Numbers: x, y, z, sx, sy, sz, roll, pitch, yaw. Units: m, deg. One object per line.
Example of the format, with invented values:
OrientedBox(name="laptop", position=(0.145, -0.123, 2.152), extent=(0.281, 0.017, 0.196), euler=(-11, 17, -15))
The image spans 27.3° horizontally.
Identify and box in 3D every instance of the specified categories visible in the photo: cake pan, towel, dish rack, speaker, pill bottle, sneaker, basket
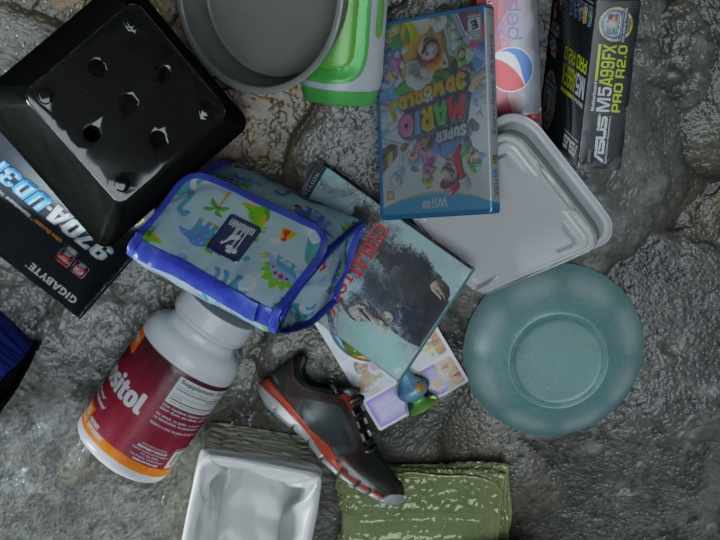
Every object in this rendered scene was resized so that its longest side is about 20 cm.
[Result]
OrientedBox(name="cake pan", position=(-0.092, -0.274, 1.448), extent=(0.200, 0.037, 0.201), euler=(7, 104, 32))
OrientedBox(name="towel", position=(0.071, 0.282, 1.666), extent=(0.199, 0.037, 0.149), euler=(-1, 107, -3))
OrientedBox(name="dish rack", position=(0.138, -0.056, 1.507), extent=(0.200, 0.044, 0.172), euler=(-26, 109, 44))
OrientedBox(name="speaker", position=(-0.015, -0.268, 1.473), extent=(0.088, 0.088, 0.201), euler=(3, 105, -3))
OrientedBox(name="pill bottle", position=(-0.202, 0.116, 1.568), extent=(0.113, 0.113, 0.200), euler=(33, 102, -11))
OrientedBox(name="sneaker", position=(-0.018, 0.167, 1.593), extent=(0.200, 0.077, 0.082), euler=(43, 90, 4))
OrientedBox(name="basket", position=(-0.123, 0.276, 1.612), extent=(0.135, 0.123, 0.201), euler=(11, 107, -5))

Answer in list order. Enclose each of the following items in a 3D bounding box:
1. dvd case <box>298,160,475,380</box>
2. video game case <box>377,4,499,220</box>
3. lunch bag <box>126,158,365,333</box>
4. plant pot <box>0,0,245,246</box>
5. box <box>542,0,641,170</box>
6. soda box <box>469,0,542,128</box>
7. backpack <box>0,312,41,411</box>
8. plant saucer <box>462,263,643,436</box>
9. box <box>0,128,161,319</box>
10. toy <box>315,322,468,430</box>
OrientedBox(name="dvd case", position=(0.000, 0.000, 1.551), extent=(0.200, 0.022, 0.146), euler=(37, 104, 12))
OrientedBox(name="video game case", position=(0.074, -0.154, 1.473), extent=(0.143, 0.018, 0.201), euler=(-2, 90, 41))
OrientedBox(name="lunch bag", position=(-0.112, -0.017, 1.460), extent=(0.170, 0.200, 0.128), euler=(25, 117, 13))
OrientedBox(name="plant pot", position=(-0.231, -0.157, 1.424), extent=(0.199, 0.177, 0.200), euler=(-42, 100, -8))
OrientedBox(name="box", position=(0.219, -0.197, 1.443), extent=(0.044, 0.200, 0.161), euler=(3, 107, -5))
OrientedBox(name="soda box", position=(0.145, -0.238, 1.497), extent=(0.063, 0.070, 0.201), euler=(-4, 106, -1))
OrientedBox(name="backpack", position=(-0.449, 0.115, 1.514), extent=(0.168, 0.200, 0.163), euler=(37, 103, -12))
OrientedBox(name="plant saucer", position=(0.213, 0.093, 1.613), extent=(0.200, 0.039, 0.202), euler=(-1, 107, -2))
OrientedBox(name="box", position=(-0.318, -0.073, 1.542), extent=(0.200, 0.046, 0.159), euler=(41, 100, -13))
OrientedBox(name="toy", position=(0.021, 0.070, 1.595), extent=(0.115, 0.047, 0.200), euler=(-30, 106, 6))
